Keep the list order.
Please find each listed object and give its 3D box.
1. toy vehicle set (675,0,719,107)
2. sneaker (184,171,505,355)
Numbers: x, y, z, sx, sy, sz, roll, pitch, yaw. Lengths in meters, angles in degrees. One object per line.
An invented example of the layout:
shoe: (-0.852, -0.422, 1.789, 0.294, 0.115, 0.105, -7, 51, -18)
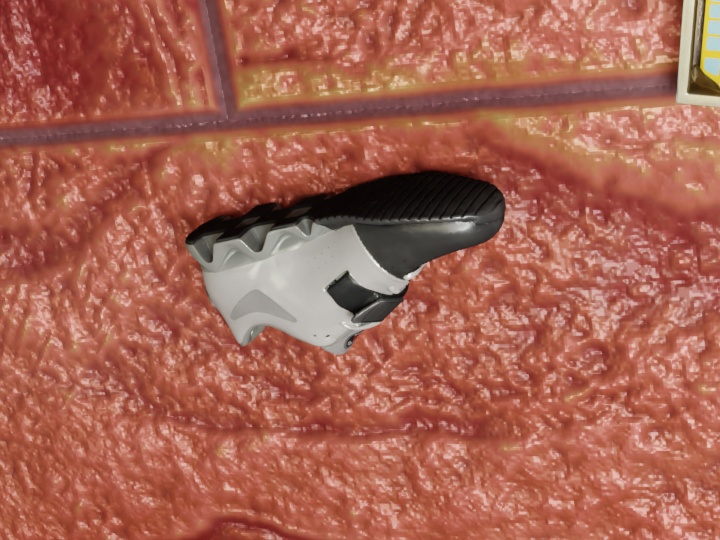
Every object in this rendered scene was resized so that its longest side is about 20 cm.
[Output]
toy vehicle set: (0.223, -0.174, 0.737, 0.123, 0.027, 0.202, 7, 113, 17)
sneaker: (0.000, 0.000, 0.865, 0.199, 0.074, 0.089, -9, 108, 33)
